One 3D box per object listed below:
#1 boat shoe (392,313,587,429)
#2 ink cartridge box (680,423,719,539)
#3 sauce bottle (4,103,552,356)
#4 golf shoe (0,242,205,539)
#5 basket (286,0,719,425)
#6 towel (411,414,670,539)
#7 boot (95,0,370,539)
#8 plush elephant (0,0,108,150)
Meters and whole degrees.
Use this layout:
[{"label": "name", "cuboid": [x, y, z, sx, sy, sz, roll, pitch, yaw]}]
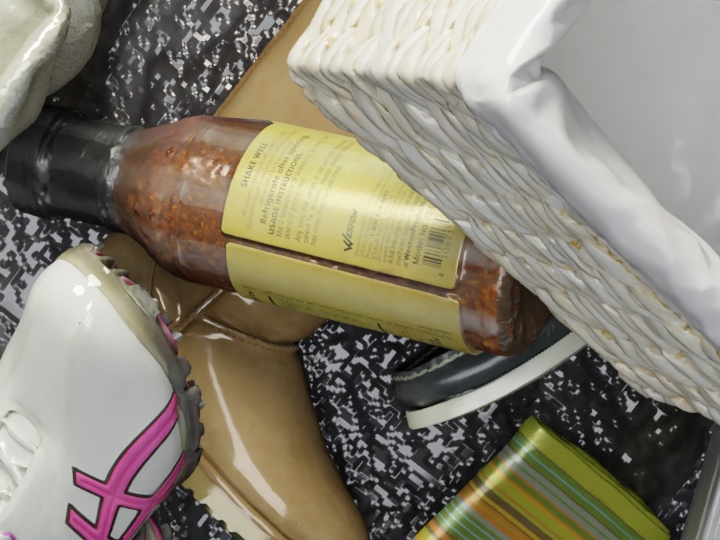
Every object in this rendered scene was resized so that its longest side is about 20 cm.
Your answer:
[{"label": "boat shoe", "cuboid": [0.084, -0.018, 1.031, 0.200, 0.072, 0.068, -39, 97, -11]}, {"label": "ink cartridge box", "cuboid": [0.218, 0.112, 1.044, 0.200, 0.088, 0.146, 15, 97, -1]}, {"label": "sauce bottle", "cuboid": [-0.029, -0.021, 0.994, 0.200, 0.066, 0.066, 16, 98, 22]}, {"label": "golf shoe", "cuboid": [-0.109, 0.076, 1.004, 0.092, 0.200, 0.073, -32, 60, -33]}, {"label": "basket", "cuboid": [0.119, -0.070, 0.870, 0.198, 0.161, 0.200, 41, 76, -23]}, {"label": "towel", "cuboid": [0.020, 0.142, 1.073, 0.200, 0.018, 0.086, -44, 125, 7]}, {"label": "boot", "cuboid": [0.000, 0.000, 1.054, 0.200, 0.066, 0.175, -44, 93, 6]}, {"label": "plush elephant", "cuboid": [-0.146, -0.122, 0.996, 0.200, 0.165, 0.155, 8, 106, 10]}]
